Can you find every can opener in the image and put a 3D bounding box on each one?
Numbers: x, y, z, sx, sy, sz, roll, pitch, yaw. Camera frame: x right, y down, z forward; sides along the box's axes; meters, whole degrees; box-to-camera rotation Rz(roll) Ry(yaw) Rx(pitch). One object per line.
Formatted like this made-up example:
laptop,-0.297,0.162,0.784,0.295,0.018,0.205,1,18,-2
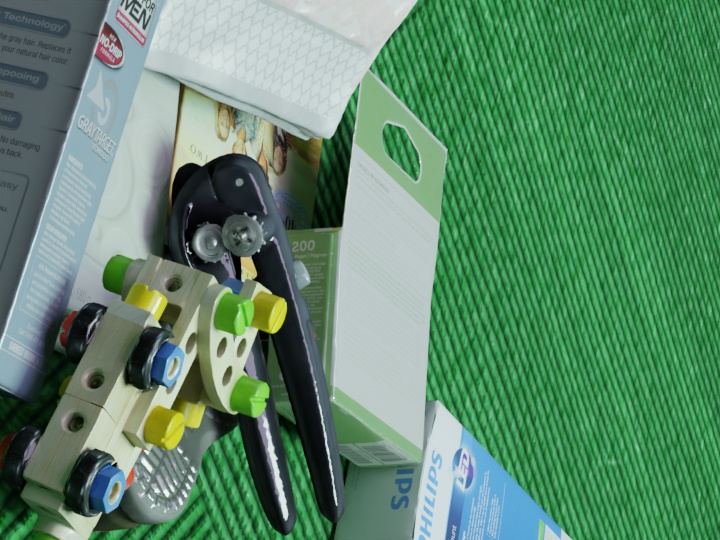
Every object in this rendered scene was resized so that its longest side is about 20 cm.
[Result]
can opener,-0.048,0.036,1.302,0.079,0.063,0.201,-26,96,-85

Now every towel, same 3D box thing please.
towel,-0.023,-0.167,1.314,0.191,0.032,0.200,-56,149,9

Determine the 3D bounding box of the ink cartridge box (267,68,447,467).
ink cartridge box,0.000,0.000,1.473,0.146,0.048,0.201,40,50,-61

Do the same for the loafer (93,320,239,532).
loafer,-0.113,0.073,1.302,0.075,0.069,0.200,64,19,-13

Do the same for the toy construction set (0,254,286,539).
toy construction set,-0.099,0.079,1.155,0.131,0.092,0.201,64,33,-62

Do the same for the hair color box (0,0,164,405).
hair color box,-0.168,-0.051,1.141,0.061,0.099,0.201,43,62,-69

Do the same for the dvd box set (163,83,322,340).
dvd box set,-0.070,-0.078,1.432,0.146,0.029,0.201,38,52,-52

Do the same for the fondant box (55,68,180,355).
fondant box,-0.156,-0.073,1.263,0.144,0.058,0.201,30,58,-54

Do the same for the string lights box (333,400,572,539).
string lights box,0.063,0.173,1.579,0.200,0.059,0.103,47,46,-45
